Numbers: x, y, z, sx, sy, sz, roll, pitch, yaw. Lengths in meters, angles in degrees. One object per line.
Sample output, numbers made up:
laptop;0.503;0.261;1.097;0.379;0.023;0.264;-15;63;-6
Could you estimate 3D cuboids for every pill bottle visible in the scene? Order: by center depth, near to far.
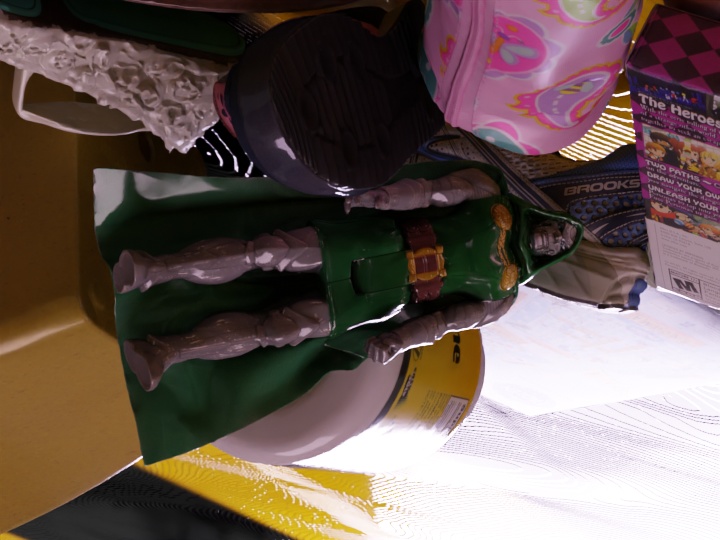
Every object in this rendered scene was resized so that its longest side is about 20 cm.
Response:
pill bottle;-0.007;0.037;1.032;0.112;0.113;0.200;-2;173;18

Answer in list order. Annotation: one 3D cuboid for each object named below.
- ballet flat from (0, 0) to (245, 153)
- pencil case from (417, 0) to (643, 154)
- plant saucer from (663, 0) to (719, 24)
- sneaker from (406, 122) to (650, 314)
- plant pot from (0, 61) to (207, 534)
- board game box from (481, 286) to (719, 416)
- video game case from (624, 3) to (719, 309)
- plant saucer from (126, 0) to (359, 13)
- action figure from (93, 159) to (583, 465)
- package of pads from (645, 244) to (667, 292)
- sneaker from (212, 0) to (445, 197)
ballet flat;-0.137;-0.093;0.899;0.199;0.072;0.072;18;156;-30
pencil case;0.062;-0.113;0.791;0.087;0.088;0.200;5;162;1
plant saucer;0.196;-0.082;0.815;0.200;0.038;0.200;25;160;9
sneaker;0.048;-0.048;0.997;0.199;0.086;0.077;21;-179;24
plant pot;-0.174;0.000;1.024;0.176;0.201;0.200;-14;154;18
board game box;0.107;0.020;1.193;0.199;0.041;0.200;-13;151;40
video game case;0.204;-0.014;0.858;0.199;0.036;0.181;20;158;21
plant saucer;-0.073;-0.142;0.792;0.199;0.037;0.200;8;167;2
action figure;0.000;0.000;0.891;0.199;0.119;0.055;-12;-168;-22
package of pads;0.247;-0.026;1.004;0.199;0.069;0.155;9;160;-10
sneaker;-0.026;-0.062;0.852;0.082;0.070;0.200;-10;-175;18
